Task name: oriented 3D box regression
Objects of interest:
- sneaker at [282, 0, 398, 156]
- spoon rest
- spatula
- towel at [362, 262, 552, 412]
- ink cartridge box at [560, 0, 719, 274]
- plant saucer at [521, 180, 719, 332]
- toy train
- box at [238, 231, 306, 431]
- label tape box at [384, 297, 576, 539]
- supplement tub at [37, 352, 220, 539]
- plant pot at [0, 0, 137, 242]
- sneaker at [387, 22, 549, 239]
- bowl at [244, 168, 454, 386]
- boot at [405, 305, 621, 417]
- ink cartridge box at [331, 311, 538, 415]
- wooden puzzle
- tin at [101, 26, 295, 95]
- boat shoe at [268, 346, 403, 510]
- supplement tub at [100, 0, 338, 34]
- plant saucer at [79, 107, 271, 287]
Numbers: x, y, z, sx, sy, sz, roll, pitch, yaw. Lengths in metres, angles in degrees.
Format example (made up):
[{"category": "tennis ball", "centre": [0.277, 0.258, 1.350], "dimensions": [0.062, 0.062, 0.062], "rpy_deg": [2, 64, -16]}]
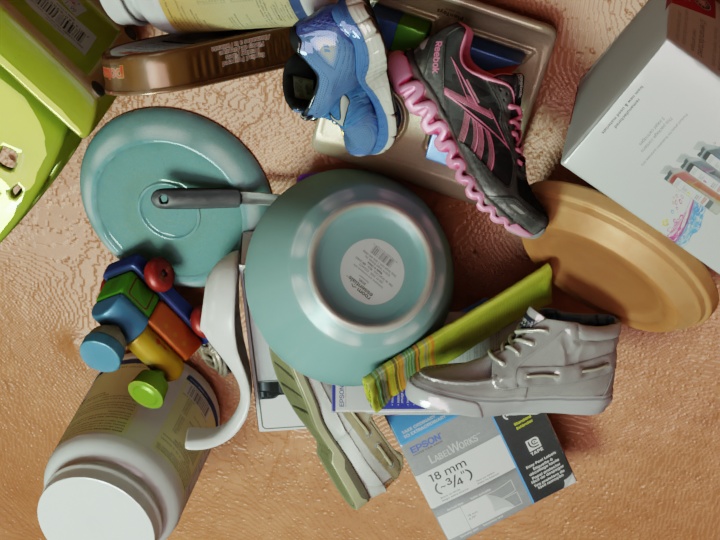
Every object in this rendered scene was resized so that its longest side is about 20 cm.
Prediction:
[{"category": "sneaker", "centre": [-0.021, -0.158, 1.388], "dimensions": [0.088, 0.079, 0.200], "rpy_deg": [-17, 151, -1]}, {"category": "spoon rest", "centre": [-0.129, 0.078, 1.609], "dimensions": [0.060, 0.100, 0.202], "rpy_deg": [8, 110, -5]}, {"category": "spatula", "centre": [-0.098, -0.066, 1.568], "dimensions": [0.198, 0.021, 0.057], "rpy_deg": [1, 105, 3]}, {"category": "towel", "centre": [0.090, 0.062, 1.515], "dimensions": [0.199, 0.086, 0.018], "rpy_deg": [-32, 73, -6]}, {"category": "ink cartridge box", "centre": [0.292, -0.114, 1.382], "dimensions": [0.199, 0.146, 0.145], "rpy_deg": [34, 123, -9]}, {"category": "plant saucer", "centre": [0.219, -0.005, 1.470], "dimensions": [0.199, 0.038, 0.200], "rpy_deg": [31, 165, 10]}, {"category": "toy train", "centre": [-0.189, 0.090, 1.648], "dimensions": [0.084, 0.116, 0.200], "rpy_deg": [-17, 126, 39]}, {"category": "box", "centre": [-0.052, 0.059, 1.628], "dimensions": [0.115, 0.060, 0.202], "rpy_deg": [-3, 123, 0]}, {"category": "label tape box", "centre": [0.106, 0.150, 1.626], "dimensions": [0.143, 0.063, 0.201], "rpy_deg": [-27, 116, 0]}, {"category": "supplement tub", "centre": [-0.235, 0.193, 1.694], "dimensions": [0.143, 0.201, 0.146], "rpy_deg": [7, 124, 11]}, {"category": "plant pot", "centre": [-0.319, -0.173, 1.484], "dimensions": [0.181, 0.199, 0.200], "rpy_deg": [-39, 106, 26]}, {"category": "sneaker", "centre": [0.109, -0.122, 1.408], "dimensions": [0.095, 0.079, 0.201], "rpy_deg": [-35, 89, 11]}, {"category": "bowl", "centre": [0.000, 0.000, 1.495], "dimensions": [0.200, 0.202, 0.105], "rpy_deg": [30, 169, -6]}, {"category": "boot", "centre": [0.139, 0.075, 1.501], "dimensions": [0.198, 0.074, 0.097], "rpy_deg": [1, 110, -19]}, {"category": "ink cartridge box", "centre": [0.071, 0.088, 1.571], "dimensions": [0.198, 0.037, 0.096], "rpy_deg": [0, 81, -2]}, {"category": "wooden puzzle", "centre": [0.060, -0.154, 1.480], "dimensions": [0.184, 0.046, 0.201], "rpy_deg": [18, 126, 3]}, {"category": "tin", "centre": [-0.128, -0.186, 1.430], "dimensions": [0.112, 0.199, 0.042], "rpy_deg": [8, 112, 55]}, {"category": "boat shoe", "centre": [-0.023, 0.131, 1.603], "dimensions": [0.068, 0.075, 0.201], "rpy_deg": [-31, 114, -14]}, {"category": "supplement tub", "centre": [-0.113, -0.273, 1.388], "dimensions": [0.198, 0.145, 0.146], "rpy_deg": [-1, 123, 16]}, {"category": "plant saucer", "centre": [-0.183, -0.063, 1.618], "dimensions": [0.198, 0.027, 0.202], "rpy_deg": [7, 123, 11]}]
